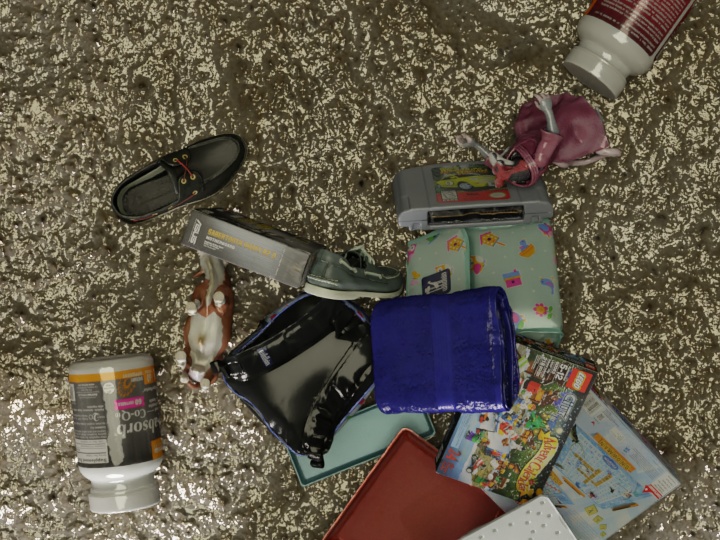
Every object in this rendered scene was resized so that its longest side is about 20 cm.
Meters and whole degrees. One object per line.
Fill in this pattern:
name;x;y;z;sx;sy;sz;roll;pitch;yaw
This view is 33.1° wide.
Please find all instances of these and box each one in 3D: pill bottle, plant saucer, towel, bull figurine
pill bottle;0.356;-0.330;1.577;0.113;0.113;0.201;35;92;2
pill bottle;-0.325;0.216;1.624;0.116;0.116;0.201;-6;91;3
plant saucer;0.080;0.343;1.636;0.200;0.037;0.200;36;93;-4
towel;0.102;0.101;1.476;0.199;0.049;0.149;-7;82;39
bull figurine;-0.205;0.065;1.618;0.065;0.121;0.201;6;97;2
plant saucer;-0.001;0.227;1.656;0.199;0.019;0.070;-22;90;4

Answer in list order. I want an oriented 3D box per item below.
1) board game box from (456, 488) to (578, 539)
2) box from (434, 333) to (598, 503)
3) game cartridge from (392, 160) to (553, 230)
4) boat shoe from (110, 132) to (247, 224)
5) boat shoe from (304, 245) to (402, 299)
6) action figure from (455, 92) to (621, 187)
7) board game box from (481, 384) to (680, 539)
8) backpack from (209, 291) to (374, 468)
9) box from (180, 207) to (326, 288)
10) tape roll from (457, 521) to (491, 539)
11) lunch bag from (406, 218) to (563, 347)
board game box;0.198;0.398;1.553;0.199;0.026;0.200;-31;111;11
box;0.191;0.182;1.505;0.136;0.038;0.201;20;109;-5
game cartridge;0.143;-0.101;1.585;0.198;0.133;0.041;-4;117;-1
boat shoe;-0.244;-0.124;1.642;0.200;0.063;0.074;-28;88;2
boat shoe;0.000;0.000;1.565;0.072;0.200;0.062;14;100;31
action figure;0.224;-0.151;1.565;0.134;0.200;0.149;-17;113;46
board game box;0.276;0.263;1.577;0.199;0.041;0.200;-40;106;14
backpack;-0.062;0.122;1.592;0.190;0.154;0.200;-43;98;8
box;-0.133;-0.033;1.566;0.157;0.200;0.049;20;95;3
tape roll;0.200;0.420;1.596;0.201;0.037;0.204;-1;114;-1
lunch bag;0.155;0.030;1.570;0.198;0.122;0.171;-2;64;4
